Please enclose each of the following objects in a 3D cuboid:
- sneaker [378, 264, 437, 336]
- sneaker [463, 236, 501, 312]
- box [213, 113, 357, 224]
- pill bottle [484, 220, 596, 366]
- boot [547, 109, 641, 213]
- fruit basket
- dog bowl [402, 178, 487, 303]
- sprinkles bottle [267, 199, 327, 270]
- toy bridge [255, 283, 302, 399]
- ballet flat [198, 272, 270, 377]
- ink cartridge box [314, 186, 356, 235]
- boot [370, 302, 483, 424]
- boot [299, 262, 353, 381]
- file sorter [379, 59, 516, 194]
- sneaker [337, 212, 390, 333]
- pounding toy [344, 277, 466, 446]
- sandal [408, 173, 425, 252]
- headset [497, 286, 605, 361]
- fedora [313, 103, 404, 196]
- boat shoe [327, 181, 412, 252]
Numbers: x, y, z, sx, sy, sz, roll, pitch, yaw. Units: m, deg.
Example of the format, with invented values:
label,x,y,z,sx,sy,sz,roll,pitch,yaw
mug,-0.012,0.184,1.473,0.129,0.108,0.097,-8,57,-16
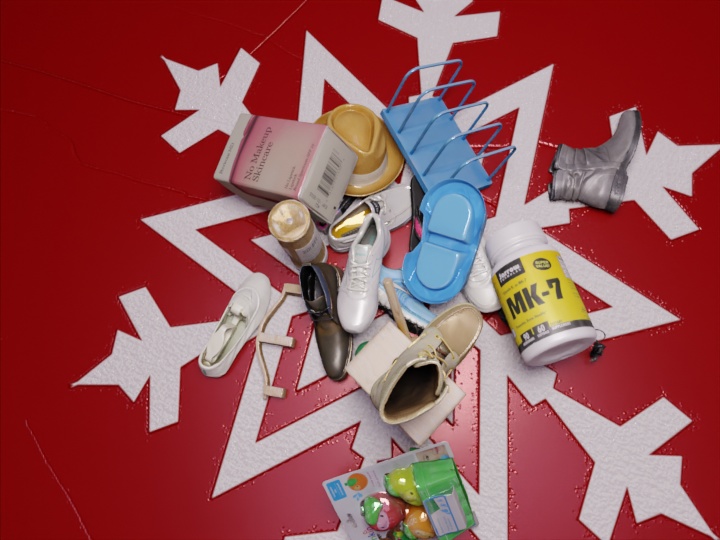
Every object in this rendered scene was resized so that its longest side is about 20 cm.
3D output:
label,x,y,z,sx,sy,sz,roll,pitch,yaw
sneaker,0.076,0.038,0.991,0.199,0.078,0.090,37,78,12
sneaker,0.189,-0.026,0.985,0.074,0.081,0.203,-20,70,14
box,-0.126,-0.173,0.974,0.198,0.109,0.129,16,81,33
pill bottle,0.269,0.033,0.894,0.113,0.115,0.202,-17,64,0
boot,0.412,-0.208,1.030,0.130,0.070,0.202,17,74,14
fruit basket,0.066,0.359,0.877,0.198,0.094,0.187,-22,113,0
dog bowl,0.141,-0.045,0.944,0.110,0.049,0.203,19,96,28
sprinkles bottle,-0.099,-0.051,0.963,0.067,0.200,0.069,-1,75,4
toy bridge,-0.147,0.122,1.014,0.066,0.027,0.203,8,77,9
ballet flat,-0.217,0.092,1.008,0.069,0.070,0.202,26,79,11
ink cartridge box,-0.110,-0.163,1.079,0.199,0.037,0.095,38,82,14
boot,0.096,0.118,0.755,0.200,0.155,0.072,-42,85,-5
boot,-0.066,0.082,0.973,0.074,0.097,0.203,-14,73,23
file sorter,0.154,-0.244,1.007,0.137,0.123,0.202,-20,73,-28
sneaker,0.000,0.000,0.941,0.069,0.080,0.203,8,72,12
pounding toy,0.068,0.147,0.908,0.200,0.184,0.142,43,83,13
sandal,0.122,-0.076,1.012,0.074,0.045,0.203,-4,85,-20
headset,0.320,0.073,0.976,0.199,0.094,0.124,38,86,28
fedora,-0.011,-0.232,1.042,0.197,0.082,0.203,1,63,-2
boat shoe,0.028,-0.102,1.031,0.198,0.070,0.072,-28,76,-5
